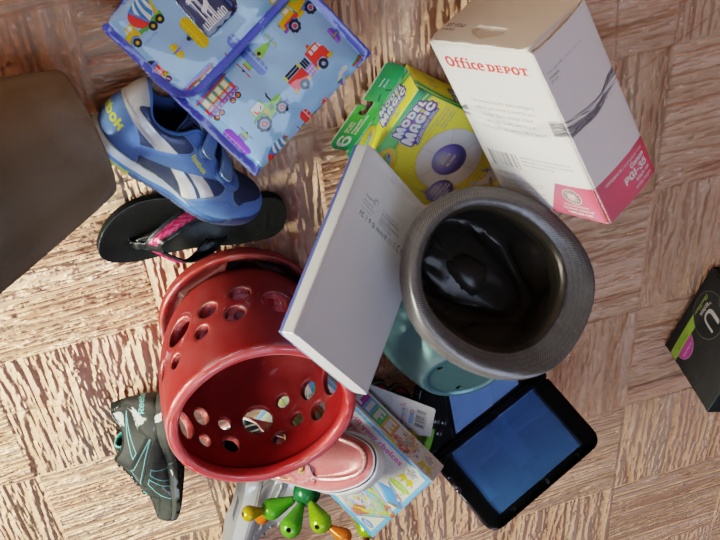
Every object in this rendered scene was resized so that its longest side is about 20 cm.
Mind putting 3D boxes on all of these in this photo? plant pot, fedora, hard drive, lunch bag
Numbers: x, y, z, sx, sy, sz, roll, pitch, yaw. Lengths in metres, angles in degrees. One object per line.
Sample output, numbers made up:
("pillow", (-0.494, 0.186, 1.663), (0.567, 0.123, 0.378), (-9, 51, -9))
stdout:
("plant pot", (-0.119, 0.088, 1.194), (0.197, 0.184, 0.203), (-11, 136, -11))
("fedora", (0.125, 0.010, 1.134), (0.197, 0.090, 0.180), (24, 87, -11))
("plant pot", (-0.310, -0.081, 0.975), (0.172, 0.200, 0.202), (-27, 138, -17))
("plant pot", (0.099, 0.056, 1.254), (0.196, 0.137, 0.201), (-8, 146, -5))
("hard drive", (0.000, 0.000, 1.108), (0.025, 0.203, 0.132), (5, 154, 38))
("lunch bag", (-0.116, -0.212, 0.983), (0.151, 0.094, 0.200), (-45, 122, 4))

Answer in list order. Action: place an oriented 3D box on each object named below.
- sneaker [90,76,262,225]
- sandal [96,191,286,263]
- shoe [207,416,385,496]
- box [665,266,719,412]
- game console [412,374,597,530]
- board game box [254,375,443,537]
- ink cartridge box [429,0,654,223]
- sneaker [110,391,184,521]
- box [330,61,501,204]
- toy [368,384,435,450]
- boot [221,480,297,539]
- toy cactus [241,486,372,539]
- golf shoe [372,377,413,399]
("sneaker", (-0.159, -0.110, 1.072), (0.082, 0.074, 0.199), (-44, 133, 19))
("sandal", (-0.168, -0.040, 1.152), (0.196, 0.045, 0.076), (-9, 134, -14))
("shoe", (-0.075, 0.207, 1.271), (0.197, 0.073, 0.091), (0, 165, 34))
("box", (0.535, 0.090, 1.494), (0.196, 0.125, 0.150), (0, 131, -23))
("game console", (0.179, 0.174, 1.373), (0.199, 0.118, 0.175), (-33, 129, -26))
("board game box", (-0.016, 0.200, 1.324), (0.135, 0.200, 0.034), (-49, 175, 38))
("ink cartridge box", (0.172, -0.155, 1.068), (0.083, 0.146, 0.201), (-44, 125, -18))
("sneaker", (-0.251, 0.220, 1.359), (0.078, 0.076, 0.203), (-2, 125, -4))
("box", (0.076, -0.130, 1.164), (0.198, 0.049, 0.118), (19, 123, -32))
("toy", (-0.002, 0.166, 1.352), (0.047, 0.197, 0.117), (-40, 145, -51))
("boot", (-0.124, 0.329, 1.495), (0.094, 0.074, 0.202), (6, 128, -17))
("toy cactus", (-0.056, 0.258, 1.406), (0.197, 0.167, 0.103), (23, 151, 2))
("golf shoe", (0.088, 0.190, 1.441), (0.196, 0.089, 0.078), (1, 130, -24))
